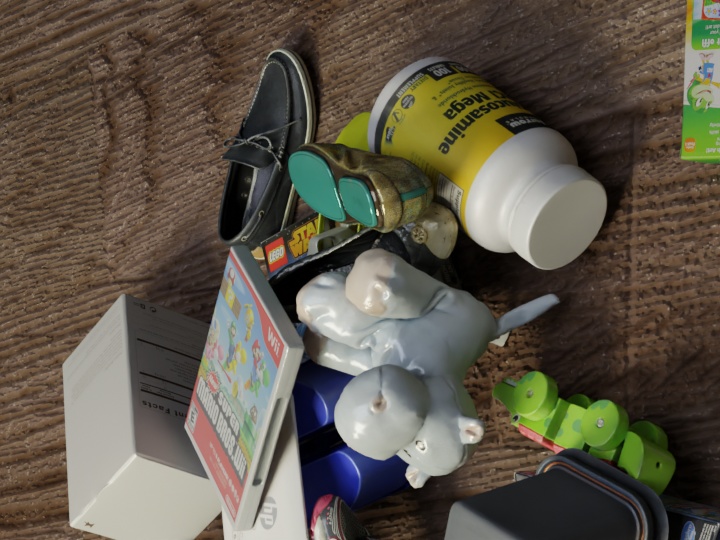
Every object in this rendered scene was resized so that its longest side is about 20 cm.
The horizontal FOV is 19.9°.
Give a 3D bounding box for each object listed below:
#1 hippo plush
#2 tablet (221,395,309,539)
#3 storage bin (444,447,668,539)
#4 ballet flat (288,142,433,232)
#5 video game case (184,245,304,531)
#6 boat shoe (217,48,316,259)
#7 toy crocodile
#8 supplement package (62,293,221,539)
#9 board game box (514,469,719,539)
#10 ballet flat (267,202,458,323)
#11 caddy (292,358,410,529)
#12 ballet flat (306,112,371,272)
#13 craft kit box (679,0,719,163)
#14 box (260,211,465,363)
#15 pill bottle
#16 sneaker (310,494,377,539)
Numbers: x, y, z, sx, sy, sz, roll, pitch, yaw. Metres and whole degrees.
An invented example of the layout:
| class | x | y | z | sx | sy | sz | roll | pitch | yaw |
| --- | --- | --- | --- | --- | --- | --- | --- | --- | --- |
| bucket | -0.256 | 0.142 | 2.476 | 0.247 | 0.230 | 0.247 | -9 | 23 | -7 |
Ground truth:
| class | x | y | z | sx | sy | sz | roll | pitch | yaw |
| --- | --- | --- | --- | --- | --- | --- | --- | --- | --- |
| hippo plush | 0.037 | 0.095 | 1.653 | 0.159 | 0.200 | 0.161 | -40 | 41 | 49 |
| tablet | -0.084 | 0.213 | 1.741 | 0.130 | 0.014 | 0.200 | -36 | 54 | 48 |
| storage bin | 0.132 | 0.251 | 1.519 | 0.146 | 0.134 | 0.200 | 28 | 115 | 43 |
| ballet flat | 0.004 | -0.071 | 1.677 | 0.200 | 0.071 | 0.071 | -156 | 74 | -66 |
| video game case | -0.101 | 0.100 | 1.734 | 0.143 | 0.017 | 0.200 | 58 | 140 | 46 |
| boat shoe | -0.091 | -0.110 | 1.919 | 0.075 | 0.062 | 0.200 | 18 | 99 | 46 |
| toy crocodile | 0.175 | 0.129 | 1.616 | 0.200 | 0.068 | 0.062 | 22 | 85 | 51 |
| supplement package | -0.198 | 0.146 | 1.927 | 0.121 | 0.120 | 0.200 | -46 | 36 | 33 |
| board game box | 0.194 | 0.245 | 1.609 | 0.200 | 0.062 | 0.200 | 29 | 108 | 43 |
| ballet flat | 0.000 | 0.000 | 1.693 | 0.200 | 0.057 | 0.066 | -28 | 83 | 34 |
| caddy | -0.027 | 0.147 | 1.808 | 0.200 | 0.105 | 0.141 | -29 | 85 | 49 |
| ballet flat | -0.016 | -0.040 | 1.777 | 0.067 | 0.067 | 0.200 | 7 | 92 | 47 |
| craft kit box | 0.331 | -0.179 | 1.512 | 0.200 | 0.049 | 0.198 | 2 | 87 | 45 |
| box | 0.001 | 0.003 | 1.834 | 0.200 | 0.040 | 0.137 | -27 | 70 | 41 |
| pill bottle | 0.105 | -0.086 | 1.683 | 0.200 | 0.112 | 0.112 | 40 | 115 | 39 |
| sneaker | 0.030 | 0.264 | 1.724 | 0.075 | 0.081 | 0.200 | -33 | 104 | 23 |
